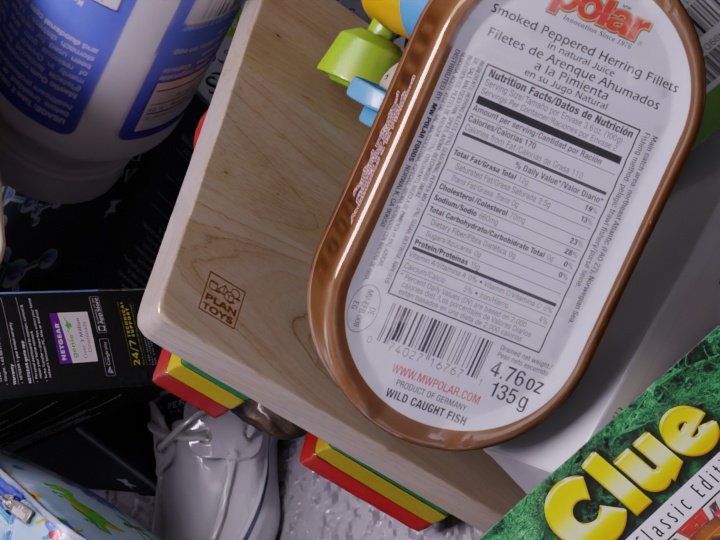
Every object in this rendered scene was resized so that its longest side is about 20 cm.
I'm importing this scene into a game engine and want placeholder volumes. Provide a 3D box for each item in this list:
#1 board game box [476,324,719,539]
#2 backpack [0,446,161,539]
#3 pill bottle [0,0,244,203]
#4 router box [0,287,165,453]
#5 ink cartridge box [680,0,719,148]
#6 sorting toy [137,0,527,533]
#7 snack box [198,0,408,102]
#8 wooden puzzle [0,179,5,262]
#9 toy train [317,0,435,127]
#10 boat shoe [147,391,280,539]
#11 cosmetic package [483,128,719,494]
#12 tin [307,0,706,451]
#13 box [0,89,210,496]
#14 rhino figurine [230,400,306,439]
[{"bbox_3d":[0.123,0.096,0.605,0.200,0.023,0.105,-38,61,-23],"label":"board game box"},{"bbox_3d":[-0.146,0.165,0.716,0.200,0.183,0.147,20,73,46],"label":"backpack"},{"bbox_3d":[-0.122,-0.124,0.792,0.200,0.112,0.112,127,155,-45],"label":"pill bottle"},{"bbox_3d":[-0.204,0.062,0.745,0.200,0.149,0.051,-24,76,35],"label":"router box"},{"bbox_3d":[0.116,-0.128,0.738,0.148,0.076,0.200,-40,23,29],"label":"ink cartridge box"},{"bbox_3d":[0.000,0.000,0.744,0.070,0.200,0.199,-33,34,45],"label":"sorting toy"},{"bbox_3d":[-0.025,-0.150,0.903,0.199,0.169,0.068,-11,35,32],"label":"snack box"},{"bbox_3d":[-0.204,-0.060,0.777,0.200,0.046,0.186,140,125,-68],"label":"wooden puzzle"},{"bbox_3d":[0.017,-0.124,0.715,0.116,0.084,0.200,-65,25,8],"label":"toy train"},{"bbox_3d":[-0.079,0.078,0.833,0.073,0.065,0.200,-17,47,27],"label":"boat shoe"},{"bbox_3d":[0.134,0.016,0.698,0.051,0.083,0.200,14,66,46],"label":"cosmetic package"},{"bbox_3d":[0.055,-0.027,0.621,0.201,0.112,0.042,-67,17,9],"label":"tin"},{"bbox_3d":[-0.153,0.011,0.922,0.148,0.107,0.200,-2,55,38],"label":"box"},{"bbox_3d":[-0.018,0.000,0.829,0.060,0.088,0.200,-12,34,40],"label":"rhino figurine"}]
